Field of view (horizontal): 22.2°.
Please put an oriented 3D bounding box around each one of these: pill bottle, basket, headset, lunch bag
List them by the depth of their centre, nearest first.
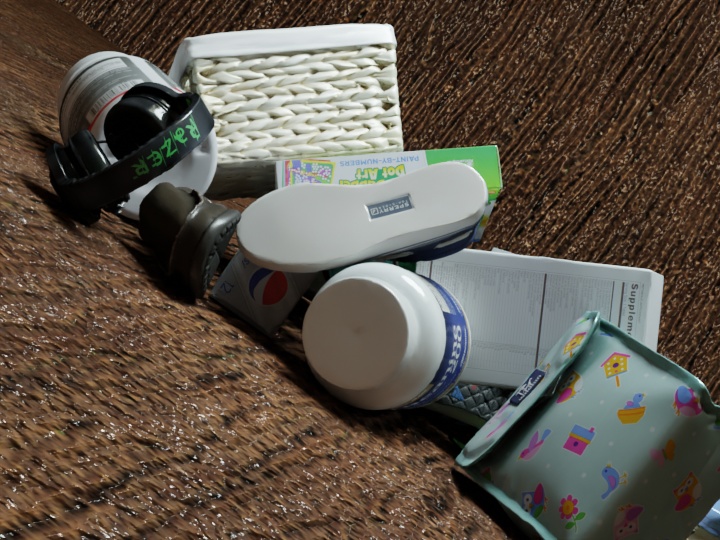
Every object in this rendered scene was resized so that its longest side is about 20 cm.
[{"bbox_3d":[-0.177,-0.078,1.396,0.094,0.123,0.199,59,-23,-19],"label":"headset"},{"bbox_3d":[0.175,0.130,1.399,0.122,0.171,0.200,41,-1,-38],"label":"lunch bag"},{"bbox_3d":[0.018,0.052,1.424,0.111,0.111,0.200,36,4,13],"label":"pill bottle"},{"bbox_3d":[-0.201,-0.123,1.602,0.113,0.114,0.200,33,5,-26],"label":"pill bottle"},{"bbox_3d":[-0.068,-0.141,1.676,0.198,0.125,0.136,-5,-13,-15],"label":"basket"}]

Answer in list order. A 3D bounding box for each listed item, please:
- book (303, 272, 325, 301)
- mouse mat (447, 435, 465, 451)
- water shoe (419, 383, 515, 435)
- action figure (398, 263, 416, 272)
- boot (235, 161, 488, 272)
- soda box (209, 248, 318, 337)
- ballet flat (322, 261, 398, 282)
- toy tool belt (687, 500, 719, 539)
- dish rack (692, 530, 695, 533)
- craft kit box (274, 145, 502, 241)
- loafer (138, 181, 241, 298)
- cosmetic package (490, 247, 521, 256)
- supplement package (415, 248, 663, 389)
[{"bbox_3d":[-0.003,0.032,1.766,0.133,0.048,0.200,32,-5,-29],"label":"book"},{"bbox_3d":[0.173,0.215,1.585,0.199,0.008,0.161,31,6,-36],"label":"mouse mat"},{"bbox_3d":[0.074,0.110,1.668,0.199,0.072,0.079,31,-26,-6],"label":"water shoe"},{"bbox_3d":[0.035,-0.008,1.676,0.117,0.055,0.200,11,-11,18],"label":"action figure"},{"bbox_3d":[0.002,-0.027,1.443,0.090,0.198,0.073,92,-12,-68],"label":"boot"},{"bbox_3d":[-0.076,0.001,1.539,0.063,0.069,0.200,35,4,-3],"label":"soda box"},{"bbox_3d":[0.000,0.000,1.557,0.069,0.068,0.201,-123,-169,-47],"label":"ballet flat"},{"bbox_3d":[0.319,0.236,1.712,0.200,0.123,0.125,38,5,26],"label":"toy tool belt"},{"bbox_3d":[0.232,0.192,1.529,0.153,0.054,0.201,26,37,-64],"label":"dish rack"},{"bbox_3d":[0.021,-0.061,1.681,0.198,0.049,0.198,-4,-10,-3],"label":"craft kit box"},{"bbox_3d":[-0.141,-0.028,1.411,0.071,0.074,0.200,26,-1,-10],"label":"loafer"},{"bbox_3d":[0.153,0.078,1.743,0.089,0.107,0.201,17,-26,23],"label":"cosmetic package"},{"bbox_3d":[0.149,0.046,1.552,0.198,0.115,0.109,7,-1,15],"label":"supplement package"}]
